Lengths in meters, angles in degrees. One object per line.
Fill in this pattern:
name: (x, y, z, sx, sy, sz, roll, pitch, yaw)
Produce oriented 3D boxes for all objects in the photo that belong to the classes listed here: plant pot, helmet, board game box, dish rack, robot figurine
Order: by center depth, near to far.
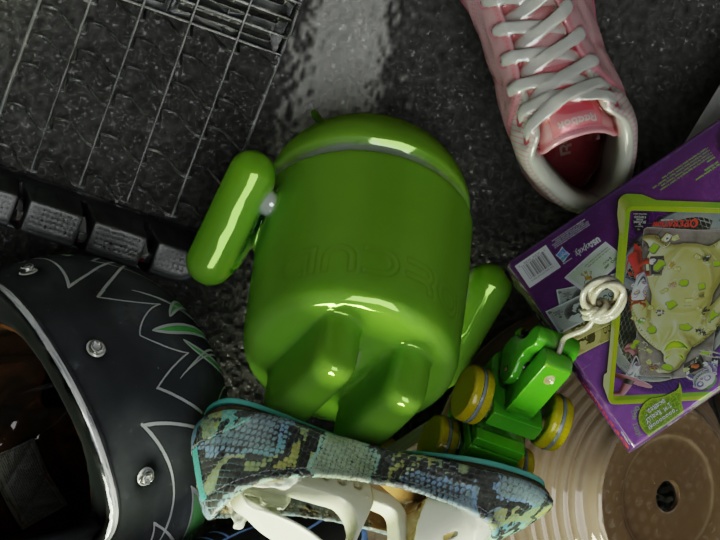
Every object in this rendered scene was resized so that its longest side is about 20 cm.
helmet: (-0.161, 0.086, 1.358, 0.190, 0.200, 0.200, -34, 111, 5)
board game box: (0.191, -0.008, 1.370, 0.200, 0.032, 0.120, -33, 78, -7)
robot figurine: (0.000, 0.000, 1.372, 0.175, 0.201, 0.116, 23, 138, -20)
dish rack: (-0.123, -0.099, 1.382, 0.153, 0.055, 0.201, 18, 102, -18)
plant pot: (0.143, 0.122, 1.441, 0.200, 0.093, 0.202, 0, 90, -35)

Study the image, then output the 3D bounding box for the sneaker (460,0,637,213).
sneaker: (0.102, -0.122, 1.390, 0.075, 0.105, 0.201, -18, 110, -2)

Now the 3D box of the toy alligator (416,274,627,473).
toy alligator: (0.082, 0.059, 1.347, 0.059, 0.054, 0.200, 20, 126, -19)

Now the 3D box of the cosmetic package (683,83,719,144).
cosmetic package: (0.205, -0.034, 1.416, 0.082, 0.051, 0.200, 30, 79, 6)

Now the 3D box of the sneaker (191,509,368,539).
sneaker: (-0.081, 0.173, 1.314, 0.199, 0.078, 0.070, -30, 78, -13)

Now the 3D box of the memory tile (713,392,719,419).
memory tile: (0.261, 0.172, 1.492, 0.017, 0.153, 0.201, -24, 113, -1)

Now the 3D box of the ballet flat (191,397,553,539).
ballet flat: (0.005, 0.122, 1.308, 0.199, 0.074, 0.075, 14, 105, -17)

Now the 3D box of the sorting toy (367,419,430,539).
sorting toy: (0.009, 0.206, 1.500, 0.200, 0.070, 0.199, -33, 111, 1)
